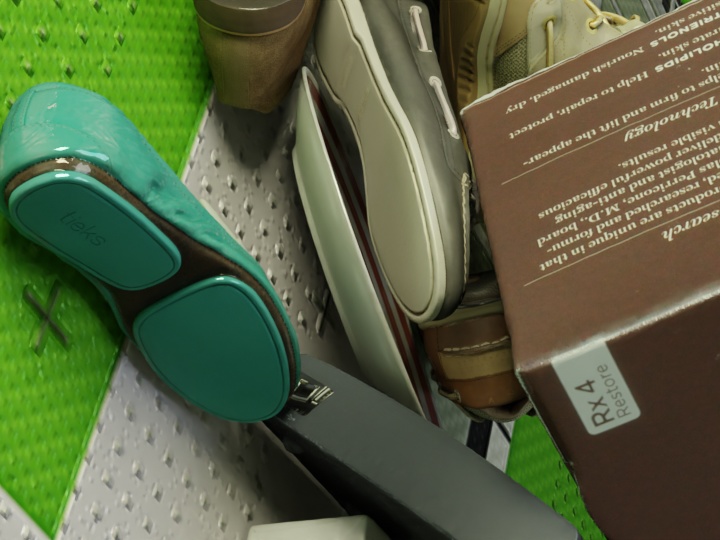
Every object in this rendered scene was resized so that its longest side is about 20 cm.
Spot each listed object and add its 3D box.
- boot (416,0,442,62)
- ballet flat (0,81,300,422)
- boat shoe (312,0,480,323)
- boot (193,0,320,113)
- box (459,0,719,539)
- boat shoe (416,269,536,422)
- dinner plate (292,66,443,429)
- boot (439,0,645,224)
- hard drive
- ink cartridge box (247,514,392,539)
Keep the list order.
[{"bbox_3d":[0.035,-0.158,1.028,0.067,0.130,0.201,-31,121,-19],"label":"boot"},{"bbox_3d":[-0.081,-0.012,0.805,0.200,0.067,0.071,50,26,-48],"label":"ballet flat"},{"bbox_3d":[0.029,-0.062,0.921,0.056,0.067,0.201,0,50,-22],"label":"boat shoe"},{"bbox_3d":[-0.040,-0.156,0.949,0.201,0.073,0.076,-72,169,-45],"label":"boot"},{"bbox_3d":[0.157,0.008,0.858,0.201,0.163,0.167,-98,162,-53],"label":"box"},{"bbox_3d":[0.064,0.043,1.018,0.200,0.075,0.075,17,61,-80],"label":"boat shoe"},{"bbox_3d":[0.000,0.000,0.942,0.200,0.024,0.202,-19,90,-86],"label":"dinner plate"},{"bbox_3d":[0.119,-0.118,0.946,0.073,0.154,0.202,-112,-160,-57],"label":"boot"},{"bbox_3d":[0.040,0.111,0.867,0.042,0.199,0.135,-49,135,-11],"label":"hard drive"},{"bbox_3d":[0.013,0.214,0.909,0.200,0.067,0.117,51,40,-42],"label":"ink cartridge box"}]
